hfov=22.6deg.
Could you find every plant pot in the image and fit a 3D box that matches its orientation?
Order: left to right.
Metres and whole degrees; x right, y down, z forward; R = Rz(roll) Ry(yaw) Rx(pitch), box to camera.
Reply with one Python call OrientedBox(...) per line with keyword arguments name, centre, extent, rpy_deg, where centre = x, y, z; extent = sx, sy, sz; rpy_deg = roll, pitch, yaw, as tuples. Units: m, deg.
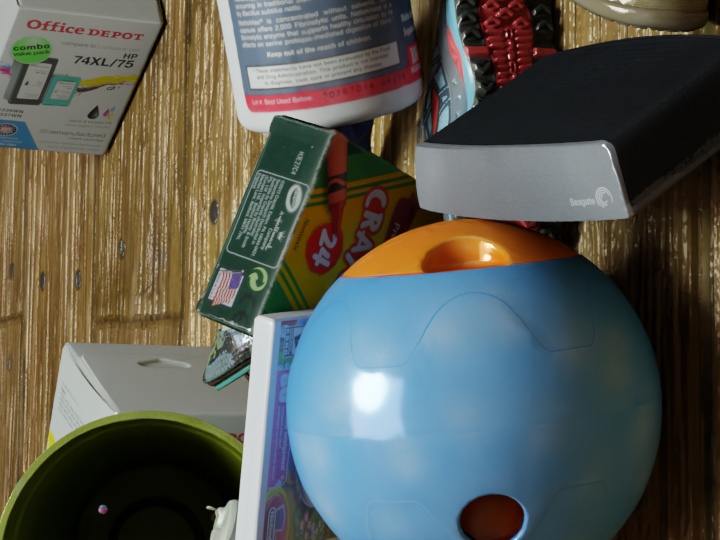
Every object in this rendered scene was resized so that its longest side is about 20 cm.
OrientedBox(name="plant pot", centre=(-0.147, 0.199, 1.272), extent=(0.193, 0.200, 0.201), rpy_deg=(137, 133, -84))

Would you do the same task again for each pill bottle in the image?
OrientedBox(name="pill bottle", centre=(-0.034, -0.193, 1.093), extent=(0.120, 0.119, 0.200), rpy_deg=(20, 124, 62))

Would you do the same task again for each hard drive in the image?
OrientedBox(name="hard drive", centre=(0.117, -0.076, 0.942), extent=(0.042, 0.135, 0.200), rpy_deg=(61, 158, -17))

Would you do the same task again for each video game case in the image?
OrientedBox(name="video game case", centre=(0.006, 0.089, 1.076), extent=(0.018, 0.200, 0.144), rpy_deg=(13, 102, 40))

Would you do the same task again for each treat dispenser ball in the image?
OrientedBox(name="treat dispenser ball", centre=(0.060, 0.073, 0.963), extent=(0.201, 0.200, 0.201), rpy_deg=(-9, 80, 63))

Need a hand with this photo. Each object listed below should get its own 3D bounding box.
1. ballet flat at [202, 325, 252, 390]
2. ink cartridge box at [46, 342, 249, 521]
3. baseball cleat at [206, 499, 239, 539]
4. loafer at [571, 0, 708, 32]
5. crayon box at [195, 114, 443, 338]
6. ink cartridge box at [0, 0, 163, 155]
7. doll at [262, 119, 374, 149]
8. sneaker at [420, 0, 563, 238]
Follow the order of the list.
OrientedBox(name="ballet flat", centre=(-0.044, 0.013, 1.251), extent=(0.200, 0.074, 0.074), rpy_deg=(-30, 57, 25))
OrientedBox(name="ink cartridge box", centre=(-0.170, 0.175, 1.467), extent=(0.145, 0.145, 0.200), rpy_deg=(38, 122, 58))
OrientedBox(name="baseball cleat", centre=(-0.069, 0.251, 1.140), extent=(0.070, 0.106, 0.200), rpy_deg=(140, 143, -77))
OrientedBox(name="loafer", centre=(0.134, -0.200, 0.978), extent=(0.200, 0.076, 0.068), rpy_deg=(-117, 33, -44))
OrientedBox(name="crayon box", centre=(0.000, 0.000, 1.097), extent=(0.051, 0.200, 0.127), rpy_deg=(19, 86, 37))
OrientedBox(name="ink cartridge box", centre=(-0.299, -0.234, 1.755), extent=(0.200, 0.146, 0.146), rpy_deg=(-57, 39, 46))
OrientedBox(name="doll", centre=(-0.021, -0.115, 1.224), extent=(0.048, 0.136, 0.200), rpy_deg=(29, 130, 33))
OrientedBox(name="sneaker", centre=(0.079, -0.083, 1.098), extent=(0.096, 0.079, 0.201), rpy_deg=(135, 140, -68))
